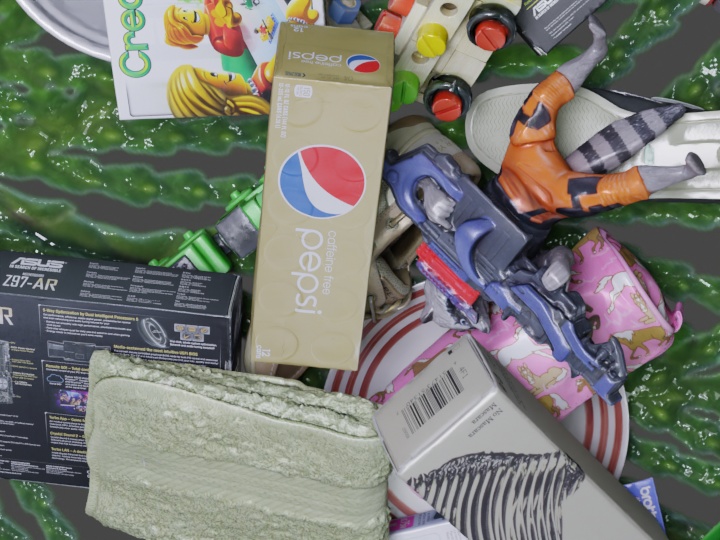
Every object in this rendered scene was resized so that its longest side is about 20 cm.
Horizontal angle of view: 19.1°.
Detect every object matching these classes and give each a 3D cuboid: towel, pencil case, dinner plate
[{"bbox_3d":[-0.076,0.124,1.318,0.199,0.037,0.149,10,129,9],"label":"towel"},{"bbox_3d":[0.102,0.060,1.322,0.200,0.083,0.087,-38,132,9],"label":"pencil case"},{"bbox_3d":[0.074,0.099,1.384,0.200,0.024,0.201,1,102,4],"label":"dinner plate"}]

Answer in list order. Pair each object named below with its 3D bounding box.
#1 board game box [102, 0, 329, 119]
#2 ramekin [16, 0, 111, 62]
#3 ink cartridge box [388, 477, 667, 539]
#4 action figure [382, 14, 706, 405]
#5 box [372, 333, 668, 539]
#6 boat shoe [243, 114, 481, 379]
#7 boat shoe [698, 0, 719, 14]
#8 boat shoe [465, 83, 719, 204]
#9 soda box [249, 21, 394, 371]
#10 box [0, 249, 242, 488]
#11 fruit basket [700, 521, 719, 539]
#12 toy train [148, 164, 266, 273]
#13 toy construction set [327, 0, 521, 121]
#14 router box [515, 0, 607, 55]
[{"bbox_3d":[-0.084,-0.182,1.202,0.126,0.035,0.200,-2,121,4],"label":"board game box"},{"bbox_3d":[-0.123,-0.228,1.292,0.200,0.105,0.201,1,102,3],"label":"ramekin"},{"bbox_3d":[0.103,0.203,1.372,0.199,0.042,0.120,-14,99,9],"label":"ink cartridge box"},{"bbox_3d":[0.118,-0.021,1.258,0.193,0.105,0.200,-41,78,20],"label":"action figure"},{"bbox_3d":[0.102,0.134,1.266,0.082,0.068,0.200,-42,120,9],"label":"box"},{"bbox_3d":[0.000,0.000,1.335,0.065,0.072,0.200,41,103,21],"label":"boat shoe"},{"bbox_3d":[0.286,-0.224,1.283,0.063,0.071,0.200,41,97,-7],"label":"boat shoe"},{"bbox_3d":[0.164,-0.075,1.321,0.199,0.068,0.072,8,94,16],"label":"boat shoe"},{"bbox_3d":[-0.024,-0.040,1.232,0.068,0.064,0.200,5,125,-2],"label":"soda box"},{"bbox_3d":[-0.176,0.067,1.352,0.199,0.044,0.161,5,128,3],"label":"box"},{"bbox_3d":[0.299,0.146,1.246,0.215,0.155,0.216,23,129,32],"label":"fruit basket"},{"bbox_3d":[-0.062,-0.037,1.350,0.200,0.056,0.042,-39,96,11],"label":"toy train"},{"bbox_3d":[0.023,-0.160,1.256,0.131,0.200,0.092,21,60,-11],"label":"toy construction set"},{"bbox_3d":[0.133,-0.250,1.289,0.200,0.062,0.150,-40,97,11],"label":"router box"}]
